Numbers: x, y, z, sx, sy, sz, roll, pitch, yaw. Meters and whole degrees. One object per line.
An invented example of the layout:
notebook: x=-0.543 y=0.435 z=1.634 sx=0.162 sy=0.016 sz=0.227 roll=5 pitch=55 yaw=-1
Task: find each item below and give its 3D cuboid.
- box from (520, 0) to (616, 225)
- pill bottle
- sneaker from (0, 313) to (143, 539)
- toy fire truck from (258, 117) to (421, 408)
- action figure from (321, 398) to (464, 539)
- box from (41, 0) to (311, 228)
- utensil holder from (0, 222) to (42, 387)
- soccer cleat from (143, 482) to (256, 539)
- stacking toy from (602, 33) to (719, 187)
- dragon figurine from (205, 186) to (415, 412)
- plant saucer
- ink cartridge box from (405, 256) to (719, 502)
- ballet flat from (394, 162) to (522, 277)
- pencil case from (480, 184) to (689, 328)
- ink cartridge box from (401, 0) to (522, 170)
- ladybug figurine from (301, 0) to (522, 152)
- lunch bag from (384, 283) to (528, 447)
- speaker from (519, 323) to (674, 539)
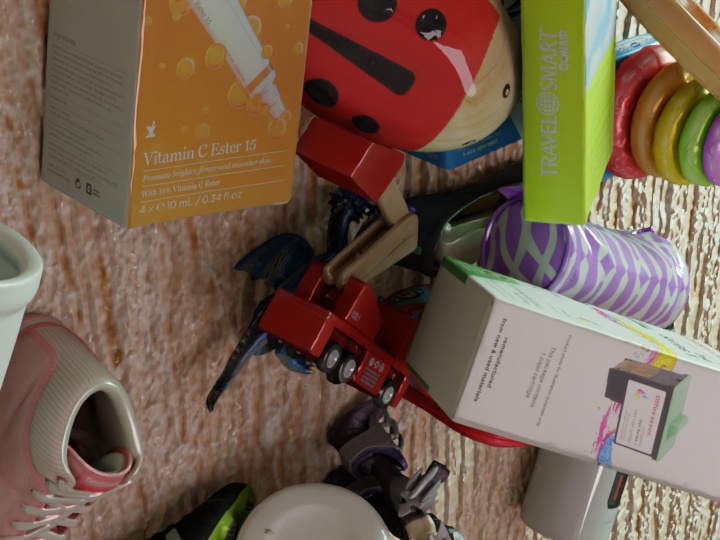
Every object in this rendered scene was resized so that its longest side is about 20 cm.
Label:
box: x=0.136 y=-0.144 z=1.123 sx=0.122 sy=0.047 sz=0.201 roll=-60 pitch=152 yaw=-56
pill bottle: x=-0.029 y=0.245 z=1.250 sx=0.109 sy=0.109 sz=0.200 roll=-39 pitch=151 yaw=-23
sneaker: x=-0.194 y=0.137 z=1.071 sx=0.075 sy=0.105 sz=0.201 roll=-1 pitch=112 yaw=-46
toy fire truck: x=0.000 y=0.000 z=1.128 sx=0.141 sy=0.049 sz=0.200 roll=-62 pitch=149 yaw=-5
action figure: x=0.041 y=0.178 z=1.244 sx=0.069 sy=0.200 sz=0.130 roll=-23 pitch=129 yaw=-18
box: x=-0.106 y=-0.140 z=1.019 sx=0.124 sy=0.097 sz=0.201 roll=-12 pitch=118 yaw=-40
utensil holder: x=-0.273 y=0.066 z=0.912 sx=0.170 sy=0.170 sz=0.201 roll=5 pitch=108 yaw=-45
soccer cleat: x=-0.140 y=0.206 z=1.187 sx=0.200 sy=0.081 sz=0.068 roll=-50 pitch=153 yaw=-44
stacking toy: x=0.267 y=-0.100 z=1.323 sx=0.116 sy=0.200 sz=0.110 roll=-22 pitch=124 yaw=-34
dragon figurine: x=-0.045 y=0.012 z=1.183 sx=0.200 sy=0.059 sz=0.100 roll=-29 pitch=128 yaw=-31
plant saucer: x=0.223 y=-0.184 z=1.251 sx=0.032 sy=0.201 sz=0.200 roll=-44 pitch=140 yaw=16
ink cartridge box: x=0.145 y=0.069 z=1.120 sx=0.199 sy=0.145 sz=0.084 roll=18 pitch=97 yaw=-13
ballet flat: x=0.102 y=-0.035 z=1.295 sx=0.200 sy=0.073 sz=0.073 roll=-16 pitch=120 yaw=-39
pencil case: x=0.167 y=-0.005 z=1.268 sx=0.200 sy=0.084 sz=0.086 roll=13 pitch=77 yaw=-54
ink cartridge box: x=0.081 y=-0.190 z=1.184 sx=0.146 sy=0.084 sz=0.201 roll=-24 pitch=127 yaw=-33
ladybug figurine: x=0.010 y=-0.141 z=1.088 sx=0.200 sy=0.072 sz=0.136 roll=26 pitch=118 yaw=-10
lunch bag: x=0.124 y=0.073 z=1.290 sx=0.200 sy=0.176 sz=0.082 roll=1 pitch=109 yaw=-44
speaker: x=0.196 y=0.128 z=1.460 sx=0.081 sy=0.081 sz=0.201 roll=2 pitch=108 yaw=-44
